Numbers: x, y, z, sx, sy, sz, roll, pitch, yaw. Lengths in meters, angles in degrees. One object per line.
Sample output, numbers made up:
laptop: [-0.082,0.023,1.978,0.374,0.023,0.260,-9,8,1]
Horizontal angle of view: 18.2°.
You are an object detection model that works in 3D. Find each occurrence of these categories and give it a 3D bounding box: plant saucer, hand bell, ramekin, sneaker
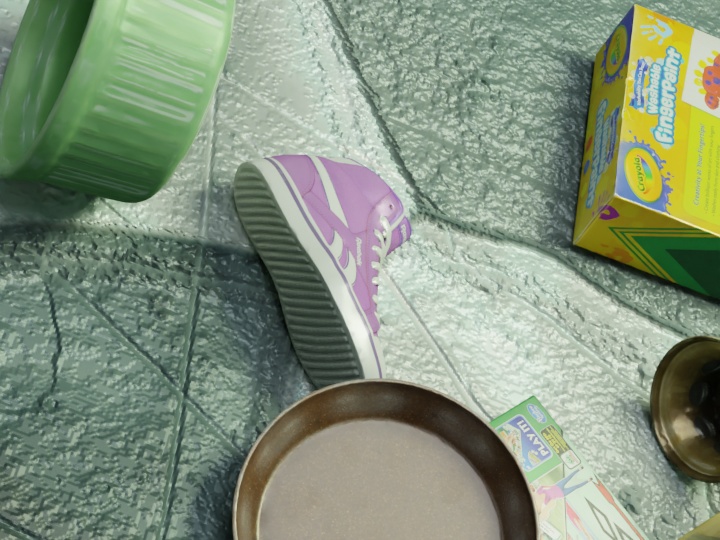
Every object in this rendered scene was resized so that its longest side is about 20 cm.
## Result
plant saucer: [0.015,0.167,1.443,0.200,0.035,0.201,5,64,-10]
hand bell: [0.315,0.090,1.640,0.200,0.104,0.104,-5,60,-41]
ramekin: [-0.162,-0.141,1.495,0.098,0.200,0.200,19,51,-22]
sneaker: [0.000,-0.001,1.552,0.114,0.073,0.201,-6,61,-32]

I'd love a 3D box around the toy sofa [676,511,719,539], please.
toy sofa: [0.297,0.157,1.498,0.083,0.200,0.098,-27,65,-37]

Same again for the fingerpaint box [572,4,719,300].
fingerpaint box: [0.258,-0.084,1.727,0.167,0.073,0.200,20,51,-13]

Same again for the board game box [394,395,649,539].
board game box: [0.128,0.193,1.504,0.134,0.029,0.200,-28,73,-37]
